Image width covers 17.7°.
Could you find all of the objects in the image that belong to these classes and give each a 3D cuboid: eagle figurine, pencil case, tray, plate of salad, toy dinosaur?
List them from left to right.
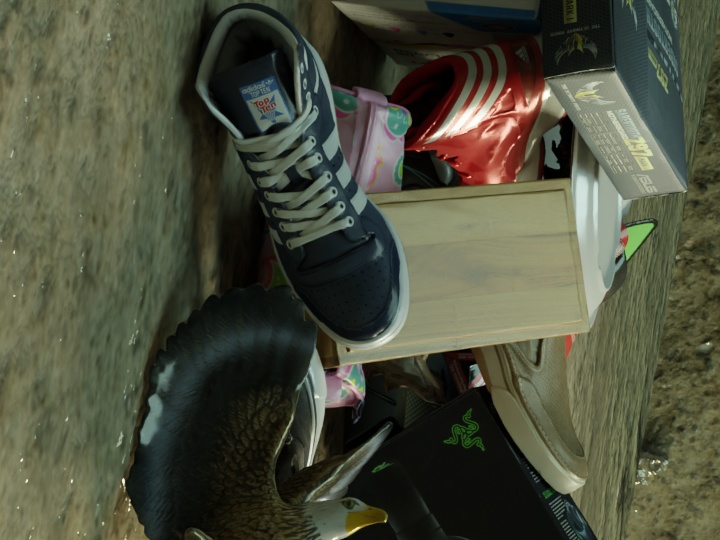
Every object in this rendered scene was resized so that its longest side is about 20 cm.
[{"bbox_3d":[-0.055,0.130,1.254,0.201,0.150,0.152,-88,-164,-50],"label":"eagle figurine"},{"bbox_3d":[-0.021,-0.013,1.428,0.087,0.087,0.201,55,43,-70],"label":"pencil case"},{"bbox_3d":[0.000,0.000,1.546,0.136,0.085,0.201,-15,97,-85],"label":"toy dinosaur"},{"bbox_3d":[0.051,0.000,1.405,0.199,0.037,0.099,-6,87,-36],"label":"tray"},{"bbox_3d":[0.152,-0.058,1.607,0.200,0.048,0.201,2,90,-78],"label":"plate of salad"}]

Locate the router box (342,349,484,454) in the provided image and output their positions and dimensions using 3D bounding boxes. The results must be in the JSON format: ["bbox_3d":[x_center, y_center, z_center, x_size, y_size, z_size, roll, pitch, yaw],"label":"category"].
[{"bbox_3d":[0.052,0.136,1.664,0.062,0.150,0.201,-6,107,-33],"label":"router box"}]

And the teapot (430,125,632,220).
[{"bbox_3d":[0.110,-0.085,1.818,0.146,0.197,0.201,-16,90,-36],"label":"teapot"}]

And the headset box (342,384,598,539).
[{"bbox_3d":[0.059,0.190,1.531,0.201,0.174,0.093,60,13,6],"label":"headset box"}]

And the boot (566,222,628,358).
[{"bbox_3d":[0.140,0.000,1.688,0.144,0.072,0.200,-52,157,-11],"label":"boot"}]

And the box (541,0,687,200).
[{"bbox_3d":[0.165,-0.155,1.496,0.200,0.051,0.159,45,42,-60],"label":"box"}]

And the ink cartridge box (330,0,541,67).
[{"bbox_3d":[0.079,-0.226,1.604,0.200,0.146,0.146,27,70,-75],"label":"ink cartridge box"}]

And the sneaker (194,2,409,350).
[{"bbox_3d":[-0.035,-0.055,1.283,0.109,0.070,0.201,45,23,-72],"label":"sneaker"}]

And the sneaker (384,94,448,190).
[{"bbox_3d":[0.032,-0.038,1.641,0.200,0.075,0.080,60,18,-53],"label":"sneaker"}]

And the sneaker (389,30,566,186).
[{"bbox_3d":[0.065,-0.092,1.555,0.200,0.115,0.079,105,-25,-53],"label":"sneaker"}]

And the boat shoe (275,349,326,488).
[{"bbox_3d":[-0.065,0.114,1.353,0.068,0.071,0.201,-61,160,-57],"label":"boat shoe"}]

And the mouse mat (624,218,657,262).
[{"bbox_3d":[0.129,0.020,1.826,0.008,0.199,0.161,62,-32,20],"label":"mouse mat"}]

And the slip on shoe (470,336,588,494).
[{"bbox_3d":[0.107,0.049,1.497,0.201,0.060,0.076,63,11,-4],"label":"slip on shoe"}]
